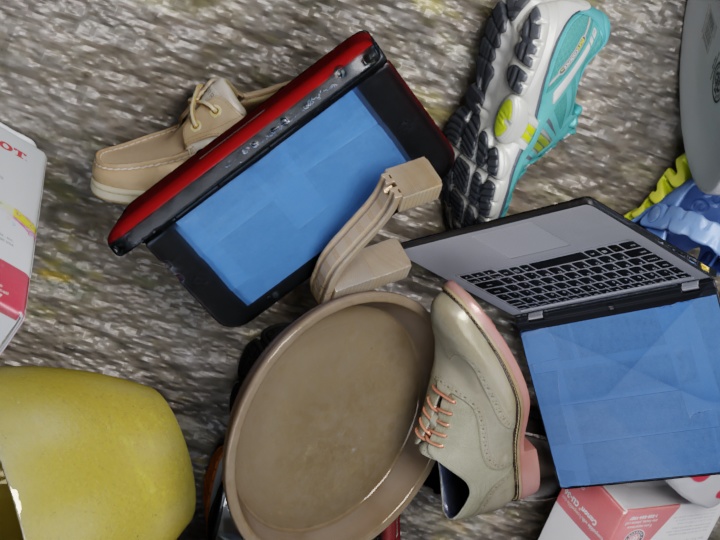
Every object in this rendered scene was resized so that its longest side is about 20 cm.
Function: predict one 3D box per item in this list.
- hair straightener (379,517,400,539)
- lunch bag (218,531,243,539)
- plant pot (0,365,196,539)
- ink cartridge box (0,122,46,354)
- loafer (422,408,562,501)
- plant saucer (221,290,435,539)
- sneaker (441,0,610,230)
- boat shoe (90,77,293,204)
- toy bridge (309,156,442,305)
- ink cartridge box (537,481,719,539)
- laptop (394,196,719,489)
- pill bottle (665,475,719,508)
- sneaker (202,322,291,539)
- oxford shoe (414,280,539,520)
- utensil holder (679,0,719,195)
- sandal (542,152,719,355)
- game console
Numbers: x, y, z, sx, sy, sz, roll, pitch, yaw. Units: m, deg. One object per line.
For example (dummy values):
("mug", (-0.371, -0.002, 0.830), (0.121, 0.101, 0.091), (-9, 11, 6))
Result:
("hair straightener", (-0.004, 0.233, 1.486), (0.076, 0.041, 0.202), (6, 127, 15))
("lunch bag", (-0.055, 0.271, 1.400), (0.169, 0.128, 0.200), (22, 142, -30))
("plant pot", (-0.200, 0.151, 1.338), (0.141, 0.200, 0.202), (-16, 124, -25))
("ink cartridge box", (-0.284, -0.031, 1.201), (0.145, 0.201, 0.083), (30, 116, -21))
("loafer", (0.076, 0.143, 1.415), (0.198, 0.072, 0.074), (9, 119, -11))
("plant saucer", (-0.018, 0.105, 1.298), (0.199, 0.029, 0.202), (-19, 121, -35))
("sneaker", (0.111, -0.094, 1.284), (0.079, 0.078, 0.201), (0, 130, -30))
("boat shoe", (-0.086, -0.096, 1.264), (0.198, 0.074, 0.070), (-13, 118, -10))
("toy bridge", (0.000, 0.000, 1.290), (0.067, 0.027, 0.201), (-19, 154, -25))
("ink cartridge box", (0.185, 0.240, 1.463), (0.116, 0.068, 0.201), (0, 123, -38))
("laptop", (0.144, 0.055, 1.281), (0.199, 0.117, 0.186), (27, 154, -34))
("pill bottle", (0.291, 0.070, 1.376), (0.110, 0.111, 0.200), (38, 109, -24))
("sneaker", (-0.052, 0.122, 1.397), (0.091, 0.076, 0.201), (8, 126, -19))
("oxford shoe", (0.072, 0.097, 1.305), (0.073, 0.071, 0.201), (-28, 127, -15))
("utensil holder", (0.322, -0.126, 1.235), (0.198, 0.170, 0.171), (-1, 120, -5))
("sandal", (0.201, 0.000, 1.336), (0.079, 0.087, 0.200), (29, 121, -21))
("game console", (-0.042, -0.046, 1.198), (0.199, 0.172, 0.119), (-37, 99, 5))
